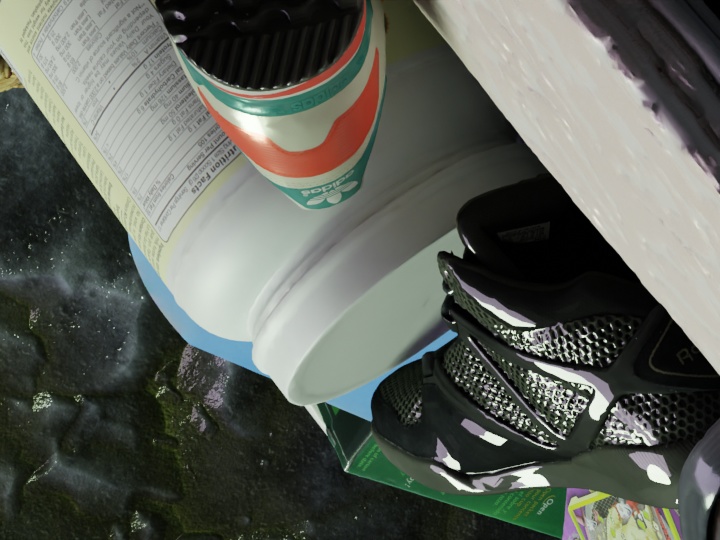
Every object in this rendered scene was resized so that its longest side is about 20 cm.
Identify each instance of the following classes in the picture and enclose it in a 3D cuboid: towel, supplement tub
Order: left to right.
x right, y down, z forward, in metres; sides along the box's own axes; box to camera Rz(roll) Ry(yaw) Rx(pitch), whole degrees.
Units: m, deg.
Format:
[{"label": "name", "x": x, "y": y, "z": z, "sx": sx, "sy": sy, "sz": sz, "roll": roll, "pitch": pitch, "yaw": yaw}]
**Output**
[{"label": "supplement tub", "x": -0.034, "y": -0.066, "z": 0.838, "sx": 0.200, "sy": 0.145, "sz": 0.145, "roll": 53, "pitch": 178, "yaw": 15}, {"label": "towel", "x": 0.051, "y": -0.060, "z": 0.578, "sx": 0.200, "sy": 0.032, "sz": 0.191, "roll": 54, "pitch": 178, "yaw": 23}]

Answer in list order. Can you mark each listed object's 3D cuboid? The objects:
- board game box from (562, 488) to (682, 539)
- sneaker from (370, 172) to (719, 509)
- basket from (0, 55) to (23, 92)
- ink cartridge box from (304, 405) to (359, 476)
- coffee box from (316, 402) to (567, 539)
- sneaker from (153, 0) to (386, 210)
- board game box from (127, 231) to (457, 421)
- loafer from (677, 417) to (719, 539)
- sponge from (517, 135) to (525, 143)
[{"label": "board game box", "x": 0.157, "y": 0.147, "z": 1.091, "sx": 0.200, "sy": 0.032, "sz": 0.120, "roll": -127, "pitch": 33, "yaw": -45}, {"label": "sneaker", "x": 0.055, "y": 0.018, "z": 0.784, "sx": 0.199, "sy": 0.076, "sz": 0.114, "roll": -5, "pitch": 116, "yaw": 62}, {"label": "basket", "x": -0.151, "y": -0.165, "z": 1.026, "sx": 0.143, "sy": 0.200, "sz": 0.149, "roll": 61, "pitch": 179, "yaw": 5}, {"label": "ink cartridge box", "x": -0.009, "y": -0.001, "z": 1.445, "sx": 0.200, "sy": 0.146, "sz": 0.147, "roll": 54, "pitch": 178, "yaw": -9}, {"label": "coffee box", "x": 0.061, "y": 0.081, "z": 1.283, "sx": 0.200, "sy": 0.044, "sz": 0.123, "roll": 21, "pitch": -152, "yaw": -33}, {"label": "sneaker", "x": -0.037, "y": -0.104, "z": 0.700, "sx": 0.093, "sy": 0.070, "sz": 0.200, "roll": 74, "pitch": 179, "yaw": -53}, {"label": "board game box", "x": 0.000, "y": 0.000, "z": 0.978, "sx": 0.200, "sy": 0.039, "sz": 0.158, "roll": 22, "pitch": 145, "yaw": 7}, {"label": "loafer", "x": 0.141, "y": 0.098, "z": 0.709, "sx": 0.063, "sy": 0.072, "sz": 0.200, "roll": 46, "pitch": 173, "yaw": 29}, {"label": "sponge", "x": 0.080, "y": -0.004, "z": 0.941, "sx": 0.200, "sy": 0.030, "sz": 0.112, "roll": 54, "pitch": 178, "yaw": 5}]
